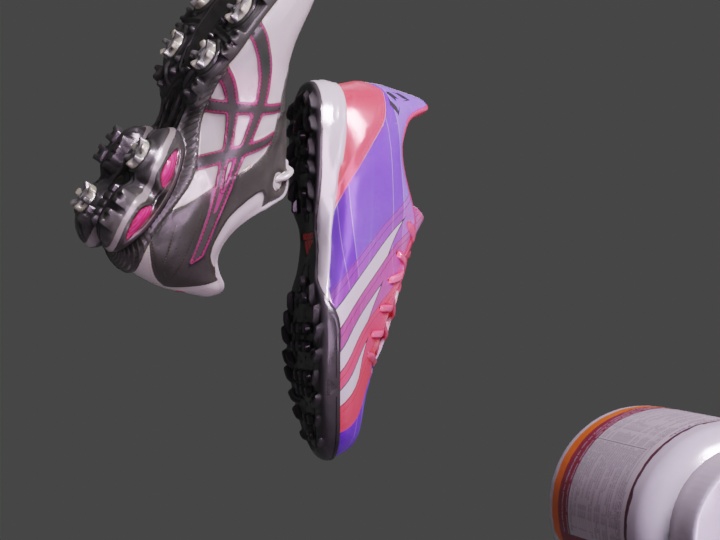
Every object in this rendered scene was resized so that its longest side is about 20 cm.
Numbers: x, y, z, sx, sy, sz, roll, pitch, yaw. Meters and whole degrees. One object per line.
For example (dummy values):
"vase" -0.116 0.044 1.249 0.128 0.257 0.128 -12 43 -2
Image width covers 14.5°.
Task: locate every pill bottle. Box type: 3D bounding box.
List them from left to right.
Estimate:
"pill bottle" 0.179 0.130 1.482 0.109 0.200 0.110 0 91 -15

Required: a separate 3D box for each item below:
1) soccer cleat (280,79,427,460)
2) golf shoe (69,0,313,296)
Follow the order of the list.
"soccer cleat" 0.000 0.000 1.502 0.073 0.068 0.201 1 88 -19
"golf shoe" -0.069 -0.083 1.485 0.088 0.077 0.200 33 90 -26
